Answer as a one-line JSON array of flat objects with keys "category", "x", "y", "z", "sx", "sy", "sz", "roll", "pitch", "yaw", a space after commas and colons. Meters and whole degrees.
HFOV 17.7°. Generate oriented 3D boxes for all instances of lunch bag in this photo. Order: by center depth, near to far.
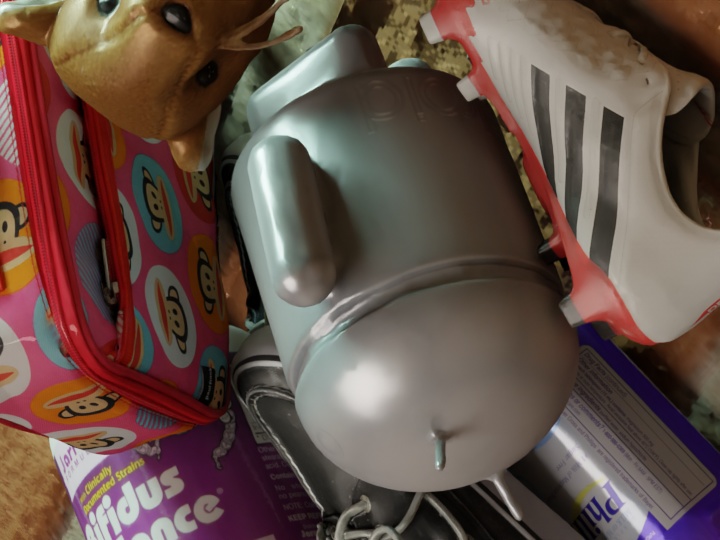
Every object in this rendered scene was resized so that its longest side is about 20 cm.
[{"category": "lunch bag", "x": -0.127, "y": -0.033, "z": 0.945, "sx": 0.176, "sy": 0.082, "sz": 0.201, "roll": 32, "pitch": -137, "yaw": -63}]

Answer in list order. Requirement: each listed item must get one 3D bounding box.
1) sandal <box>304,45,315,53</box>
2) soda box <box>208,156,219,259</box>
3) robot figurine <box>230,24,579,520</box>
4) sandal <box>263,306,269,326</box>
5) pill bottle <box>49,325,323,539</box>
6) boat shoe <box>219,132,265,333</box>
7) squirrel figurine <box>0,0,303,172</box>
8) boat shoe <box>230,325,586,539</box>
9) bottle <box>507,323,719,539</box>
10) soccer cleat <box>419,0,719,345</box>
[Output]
[{"category": "sandal", "x": 0.000, "y": 0.000, "z": 1.016, "sx": 0.075, "sy": 0.048, "sz": 0.201, "roll": 130, "pitch": 124, "yaw": -70}, {"category": "soda box", "x": -0.105, "y": -0.051, "z": 1.111, "sx": 0.063, "sy": 0.070, "sz": 0.201, "roll": -88, "pitch": -2, "yaw": -57}, {"category": "robot figurine", "x": 0.017, "y": 0.001, "z": 0.905, "sx": 0.113, "sy": 0.169, "sz": 0.201, "roll": -37, "pitch": 56, "yaw": 28}, {"category": "sandal", "x": 0.031, "y": 0.071, "z": 1.076, "sx": 0.054, "sy": 0.082, "sz": 0.201, "roll": -24, "pitch": 99, "yaw": 50}, {"category": "pill bottle", "x": -0.075, "y": 0.096, "z": 1.044, "sx": 0.201, "sy": 0.112, "sz": 0.112, "roll": 64, "pitch": 156, "yaw": 24}, {"category": "boat shoe", "x": -0.024, "y": 0.032, "z": 1.126, "sx": 0.072, "sy": 0.068, "sz": 0.201, "roll": -1, "pitch": 119, "yaw": 56}, {"category": "squirrel figurine", "x": -0.050, "y": -0.130, "z": 0.856, "sx": 0.141, "sy": 0.187, "sz": 0.200, "roll": 34, "pitch": 168, "yaw": -19}, {"category": "boat shoe", "x": 0.018, "y": 0.105, "z": 0.962, "sx": 0.199, "sy": 0.068, "sz": 0.074, "roll": 42, "pitch": 142, "yaw": -3}, {"category": "bottle", "x": 0.128, "y": 0.108, "z": 0.983, "sx": 0.200, "sy": 0.065, "sz": 0.084, "roll": 47, "pitch": 149, "yaw": 13}, {"category": "soccer cleat", "x": 0.086, "y": -0.069, "z": 0.875, "sx": 0.069, "sy": 0.085, "sz": 0.201, "roll": 18, "pitch": -134, "yaw": -66}]
